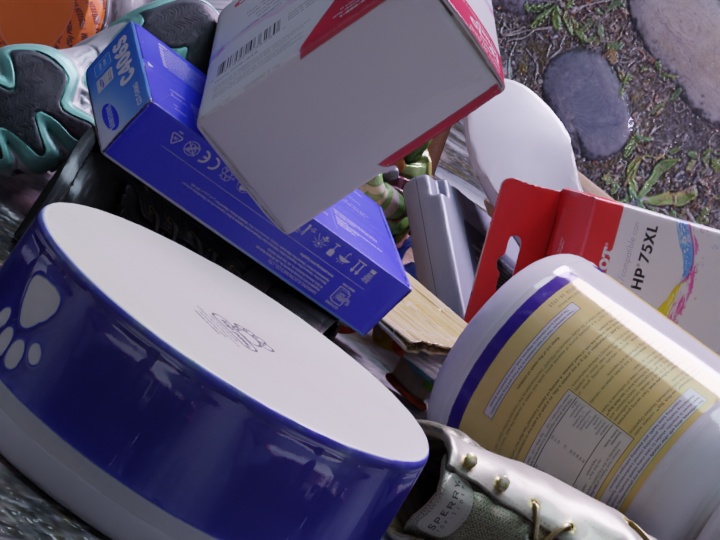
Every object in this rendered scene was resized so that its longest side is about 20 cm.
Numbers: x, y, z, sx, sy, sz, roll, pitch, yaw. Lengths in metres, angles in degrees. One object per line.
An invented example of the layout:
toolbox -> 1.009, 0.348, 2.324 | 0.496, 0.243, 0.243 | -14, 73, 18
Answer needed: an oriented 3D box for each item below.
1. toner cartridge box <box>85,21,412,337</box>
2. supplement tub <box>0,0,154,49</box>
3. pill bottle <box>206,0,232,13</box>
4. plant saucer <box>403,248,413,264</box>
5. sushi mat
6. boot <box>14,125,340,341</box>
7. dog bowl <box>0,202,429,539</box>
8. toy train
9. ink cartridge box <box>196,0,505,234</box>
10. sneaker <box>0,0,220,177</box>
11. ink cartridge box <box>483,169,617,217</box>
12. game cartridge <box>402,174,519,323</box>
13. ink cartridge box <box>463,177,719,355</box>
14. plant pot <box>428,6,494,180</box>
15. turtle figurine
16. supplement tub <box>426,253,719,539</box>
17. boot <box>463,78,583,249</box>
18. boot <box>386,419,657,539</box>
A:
toner cartridge box -> -0.062, -0.050, 1.288 | 0.200, 0.043, 0.095 | 36, 18, -30
supplement tub -> -0.171, -0.162, 1.645 | 0.122, 0.123, 0.200 | 39, 11, 32
pill bottle -> -0.091, -0.132, 1.539 | 0.112, 0.112, 0.200 | 31, 41, -13
plant saucer -> 0.052, 0.020, 1.731 | 0.200, 0.037, 0.200 | 33, 8, -5
sushi mat -> 0.000, 0.000, 1.409 | 0.096, 0.012, 0.200 | 14, 21, -48
boot -> -0.089, -0.002, 1.273 | 0.174, 0.069, 0.200 | 39, 13, 7
dog bowl -> -0.072, 0.057, 0.979 | 0.200, 0.079, 0.200 | 32, 9, -6
toy train -> -0.012, 0.029, 1.427 | 0.200, 0.056, 0.150 | 37, 15, 23
ink cartridge box -> -0.004, -0.123, 1.255 | 0.086, 0.147, 0.200 | 51, 16, -18
sneaker -> -0.178, -0.087, 1.364 | 0.078, 0.200, 0.140 | 65, -30, 8
ink cartridge box -> 0.187, 0.035, 1.730 | 0.165, 0.075, 0.200 | 43, -17, 51
game cartridge -> 0.090, 0.028, 1.576 | 0.200, 0.041, 0.134 | 37, 43, -56
ink cartridge box -> 0.176, 0.020, 1.462 | 0.199, 0.117, 0.067 | 14, 3, -15
plant pot -> 0.000, -0.157, 1.863 | 0.200, 0.199, 0.200 | 24, 1, 0
turtle figurine -> -0.007, -0.099, 1.582 | 0.200, 0.194, 0.144 | 27, 3, -3
supplement tub -> 0.154, 0.100, 1.318 | 0.200, 0.146, 0.145 | 38, 10, 25
boot -> 0.120, -0.027, 1.567 | 0.200, 0.073, 0.096 | 65, -19, 16
boot -> 0.096, 0.144, 1.126 | 0.154, 0.072, 0.200 | 29, 5, -28
